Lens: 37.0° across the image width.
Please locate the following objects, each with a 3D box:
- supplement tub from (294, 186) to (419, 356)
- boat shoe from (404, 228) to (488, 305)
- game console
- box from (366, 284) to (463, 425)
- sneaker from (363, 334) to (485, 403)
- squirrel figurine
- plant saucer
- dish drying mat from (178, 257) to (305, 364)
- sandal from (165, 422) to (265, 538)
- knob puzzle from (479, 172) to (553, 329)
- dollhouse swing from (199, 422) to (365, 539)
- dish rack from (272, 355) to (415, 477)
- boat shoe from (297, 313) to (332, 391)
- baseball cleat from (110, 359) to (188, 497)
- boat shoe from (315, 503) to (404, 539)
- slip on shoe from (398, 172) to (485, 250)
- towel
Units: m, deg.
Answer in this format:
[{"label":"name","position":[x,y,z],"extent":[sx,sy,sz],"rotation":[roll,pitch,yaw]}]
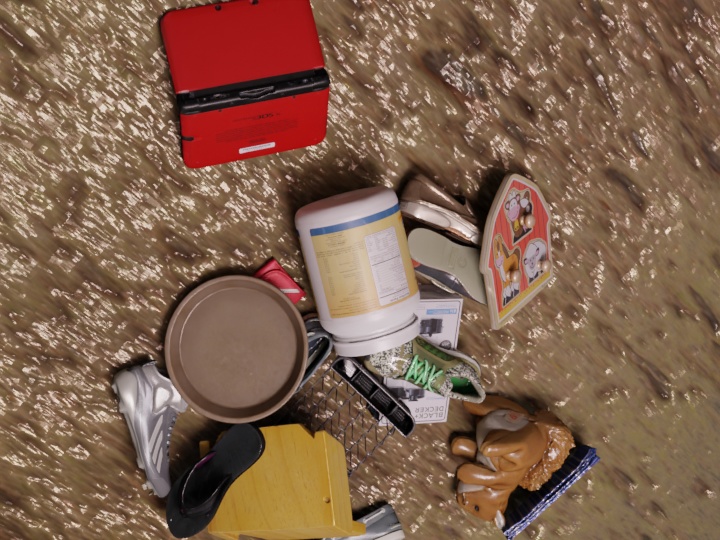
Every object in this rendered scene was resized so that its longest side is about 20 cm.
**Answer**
[{"label":"supplement tub","position":[0.000,0.000,1.455],"extent":[0.143,0.145,0.203],"rotation":[-16,101,-13]},{"label":"boat shoe","position":[0.134,-0.002,1.560],"extent":[0.198,0.062,0.072],"rotation":[26,70,-21]},{"label":"game console","position":[-0.149,-0.245,1.399],"extent":[0.197,0.120,0.173],"rotation":[-13,145,-14]},{"label":"box","position":[0.080,0.126,1.600],"extent":[0.115,0.060,0.203],"rotation":[0,110,-20]},{"label":"sneaker","position":[0.100,0.143,1.529],"extent":[0.197,0.089,0.078],"rotation":[15,105,-24]},{"label":"squirrel figurine","position":[0.238,0.309,1.689],"extent":[0.197,0.142,0.189],"rotation":[0,117,-17]},{"label":"plant saucer","position":[-0.169,0.107,1.479],"extent":[0.196,0.029,0.204],"rotation":[0,91,-2]},{"label":"dish drying mat","position":[-0.171,0.076,1.513],"extent":[0.200,0.018,0.077],"rotation":[-43,119,0]},{"label":"sandal","position":[-0.213,0.290,1.496],"extent":[0.201,0.075,0.048],"rotation":[-52,162,12]},{"label":"knob puzzle","position":[0.233,-0.042,1.549],"extent":[0.218,0.030,0.224],"rotation":[-14,107,-50]},{"label":"dollhouse swing","position":[-0.100,0.313,1.570],"extent":[0.197,0.175,0.185],"rotation":[-9,85,21]},{"label":"dish rack","position":[-0.033,0.228,1.564],"extent":[0.153,0.055,0.200],"rotation":[43,105,-6]},{"label":"boat shoe","position":[-0.114,0.147,1.528],"extent":[0.200,0.062,0.073],"rotation":[-45,117,1]},{"label":"baseball cleat","position":[-0.276,0.221,1.502],"extent":[0.105,0.070,0.203],"rotation":[-20,116,-11]},{"label":"boat shoe","position":[-0.032,0.418,1.684],"extent":[0.197,0.073,0.063],"rotation":[-15,71,-7]},{"label":"slip on shoe","position":[0.143,-0.076,1.545],"extent":[0.198,0.076,0.061],"rotation":[23,84,-22]},{"label":"towel","position":[0.300,0.352,1.735],"extent":[0.200,0.145,0.024],"rotation":[-42,84,-1]}]
